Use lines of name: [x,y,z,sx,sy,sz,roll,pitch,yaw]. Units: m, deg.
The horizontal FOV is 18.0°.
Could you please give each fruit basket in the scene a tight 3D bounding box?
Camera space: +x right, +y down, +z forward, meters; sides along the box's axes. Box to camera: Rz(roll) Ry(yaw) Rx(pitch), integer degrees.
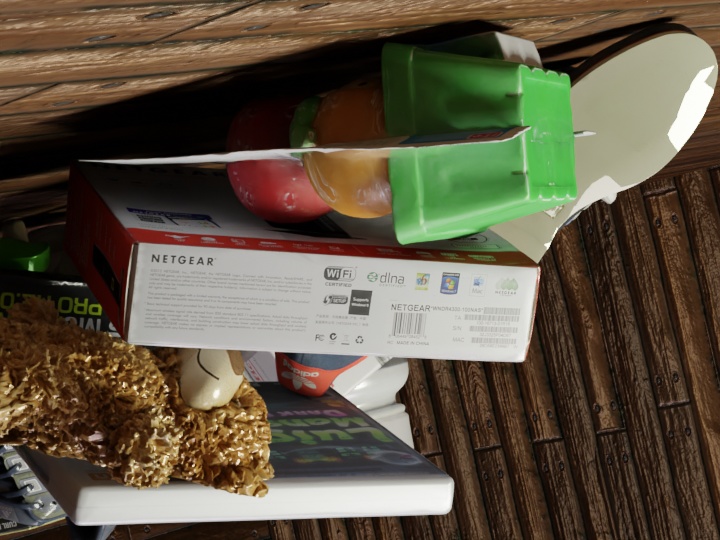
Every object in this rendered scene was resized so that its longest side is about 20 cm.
fruit basket: [-0.004,-0.063,1.053,0.198,0.095,0.185,3,-177,18]

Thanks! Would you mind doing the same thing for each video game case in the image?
video game case: [-0.077,0.090,1.177,0.198,0.024,0.182,1,-167,-24]

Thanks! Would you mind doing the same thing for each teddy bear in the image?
teddy bear: [-0.128,0.052,1.038,0.198,0.067,0.145,14,-173,-11]

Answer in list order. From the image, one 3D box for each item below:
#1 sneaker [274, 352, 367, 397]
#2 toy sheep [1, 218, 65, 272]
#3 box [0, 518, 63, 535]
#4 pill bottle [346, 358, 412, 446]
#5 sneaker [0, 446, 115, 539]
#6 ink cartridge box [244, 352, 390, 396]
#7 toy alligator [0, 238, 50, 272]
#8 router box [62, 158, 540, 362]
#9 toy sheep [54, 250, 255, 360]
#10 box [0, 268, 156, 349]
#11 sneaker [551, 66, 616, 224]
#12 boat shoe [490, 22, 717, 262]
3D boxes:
sneaker: [0.000,0.000,1.299,0.075,0.085,0.200,25,-144,13]
toy sheep: [-0.193,0.030,1.497,0.137,0.139,0.200,-13,179,-5]
box: [-0.255,0.083,1.603,0.050,0.202,0.075,-13,177,23]
pill bottle: [-0.031,0.037,1.561,0.113,0.202,0.114,-13,179,0]
sneaker: [-0.190,0.097,1.274,0.073,0.082,0.200,4,159,44]
ink cartridge box: [-0.028,0.018,1.458,0.200,0.116,0.067,-39,-170,-21]
toy alligator: [-0.273,-0.001,1.265,0.198,0.060,0.054,-13,-141,-23]
router box: [-0.036,-0.007,1.122,0.198,0.049,0.179,3,-166,-18]
toy sheep: [-0.114,0.012,1.325,0.200,0.139,0.137,-37,164,37]
box: [-0.215,0.019,1.157,0.199,0.045,0.160,6,179,-40]
sneaker: [0.091,-0.064,1.345,0.074,0.088,0.200,-14,180,-17]
boat shoe: [0.108,-0.062,1.217,0.200,0.071,0.063,-46,-160,20]
